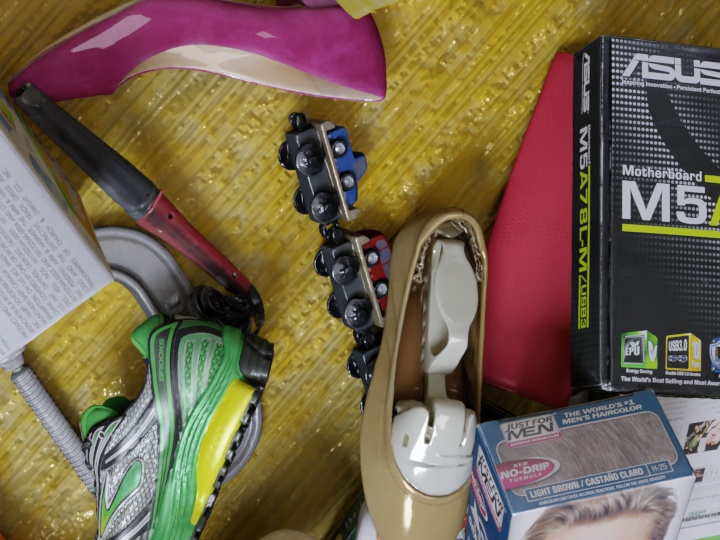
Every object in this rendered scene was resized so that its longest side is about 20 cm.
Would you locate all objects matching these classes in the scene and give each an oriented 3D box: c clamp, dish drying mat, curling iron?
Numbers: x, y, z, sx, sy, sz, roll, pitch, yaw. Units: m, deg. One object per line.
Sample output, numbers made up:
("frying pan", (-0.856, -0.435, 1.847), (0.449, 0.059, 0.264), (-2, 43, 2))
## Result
("c clamp", (-0.146, 0.083, 0.756), (0.170, 0.027, 0.201), (-27, 108, -9))
("dish drying mat", (0.117, -0.024, 0.784), (0.076, 0.018, 0.201), (19, 88, 12))
("curling iron", (-0.111, -0.027, 0.715), (0.025, 0.050, 0.200), (-23, 126, 22))

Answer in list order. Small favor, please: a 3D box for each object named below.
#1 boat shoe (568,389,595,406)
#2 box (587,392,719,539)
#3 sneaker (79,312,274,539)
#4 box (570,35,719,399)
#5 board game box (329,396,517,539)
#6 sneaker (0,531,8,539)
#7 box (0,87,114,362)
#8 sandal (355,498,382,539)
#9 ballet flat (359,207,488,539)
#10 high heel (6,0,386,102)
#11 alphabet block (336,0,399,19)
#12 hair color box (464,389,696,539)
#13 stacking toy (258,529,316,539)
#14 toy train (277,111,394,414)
("boat shoe", (0.166, -0.012, 0.803), (0.063, 0.073, 0.200), (35, 96, -23))
("box", (0.204, 0.115, 0.828), (0.143, 0.036, 0.201), (-6, 121, -17))
("sneaker", (-0.120, 0.115, 0.733), (0.085, 0.078, 0.201), (23, 96, -1))
("box", (0.216, -0.024, 0.750), (0.198, 0.047, 0.195), (5, 84, -15))
("board game box", (0.038, 0.169, 0.815), (0.104, 0.023, 0.201), (29, 102, -21))
("sneaker", (-0.230, 0.115, 0.712), (0.199, 0.078, 0.112), (31, 93, -20))
("box", (-0.195, -0.031, 0.625), (0.101, 0.200, 0.113), (-36, 111, -5))
("sandal", (0.022, 0.233, 0.777), (0.059, 0.079, 0.208), (4, 107, 4))
("ballet flat", (0.038, 0.060, 0.736), (0.068, 0.063, 0.202), (5, 77, -16))
("high heel", (-0.081, -0.103, 0.714), (0.199, 0.067, 0.096), (-26, 98, -23))
("alphabet block", (0.016, -0.264, 0.619), (0.200, 0.196, 0.196), (43, 81, -15))
("hair color box", (0.113, 0.158, 0.740), (0.099, 0.061, 0.201), (-11, 137, -9))
("stacking toy", (-0.098, 0.219, 0.742), (0.199, 0.086, 0.085), (-31, 112, 26))
("toy train", (0.000, 0.000, 0.775), (0.046, 0.034, 0.201), (-26, 111, -21))
